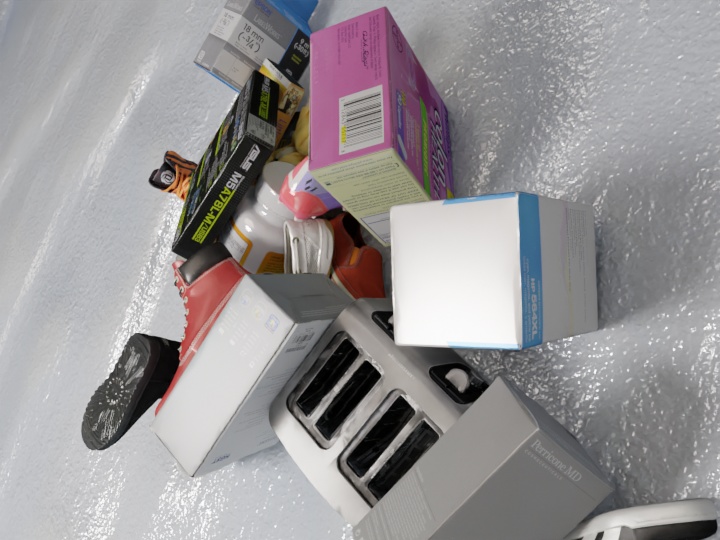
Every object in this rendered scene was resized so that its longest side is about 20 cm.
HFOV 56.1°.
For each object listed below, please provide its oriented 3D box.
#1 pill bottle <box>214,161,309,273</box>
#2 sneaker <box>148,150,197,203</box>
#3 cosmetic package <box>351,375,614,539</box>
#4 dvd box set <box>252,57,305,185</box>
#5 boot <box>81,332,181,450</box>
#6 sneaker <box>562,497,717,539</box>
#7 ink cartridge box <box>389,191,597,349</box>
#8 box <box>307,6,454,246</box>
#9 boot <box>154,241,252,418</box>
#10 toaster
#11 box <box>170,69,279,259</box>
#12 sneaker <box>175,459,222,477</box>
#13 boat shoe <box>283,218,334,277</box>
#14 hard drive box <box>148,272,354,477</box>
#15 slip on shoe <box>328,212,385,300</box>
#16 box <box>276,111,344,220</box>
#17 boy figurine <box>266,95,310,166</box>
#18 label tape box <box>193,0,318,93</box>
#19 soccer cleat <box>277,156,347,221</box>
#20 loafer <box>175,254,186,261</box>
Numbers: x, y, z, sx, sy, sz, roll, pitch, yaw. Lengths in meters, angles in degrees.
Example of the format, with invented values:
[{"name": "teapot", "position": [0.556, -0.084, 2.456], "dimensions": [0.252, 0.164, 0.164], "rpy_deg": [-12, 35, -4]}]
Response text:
[{"name": "pill bottle", "position": [-0.128, -0.040, 0.885], "dimensions": [0.201, 0.110, 0.112], "rpy_deg": [-56, 44, 35]}, {"name": "sneaker", "position": [-0.278, -0.118, 1.082], "dimensions": [0.078, 0.112, 0.200], "rpy_deg": [-50, 48, 13]}, {"name": "cosmetic package", "position": [0.097, 0.201, 0.568], "dimensions": [0.200, 0.107, 0.090], "rpy_deg": [-49, 22, 12]}, {"name": "dvd box set", "position": [-0.156, -0.198, 0.987], "dimensions": [0.201, 0.029, 0.147], "rpy_deg": [-58, 33, 16]}, {"name": "boot", "position": [-0.234, 0.163, 0.873], "dimensions": [0.066, 0.199, 0.165], "rpy_deg": [44, 104, 32]}, {"name": "sneaker", "position": [0.208, 0.260, 0.550], "dimensions": [0.199, 0.073, 0.113], "rpy_deg": [-33, 57, 36]}, {"name": "ink cartridge box", "position": [0.137, 0.002, 0.637], "dimensions": [0.128, 0.199, 0.127], "rpy_deg": [-3, 88, 39]}, {"name": "box", "position": [0.030, -0.152, 0.766], "dimensions": [0.096, 0.200, 0.178], "rpy_deg": [-11, 64, 22]}, {"name": "boot", "position": [-0.195, 0.071, 0.785], "dimensions": [0.144, 0.072, 0.200], "rpy_deg": [39, 90, 18]}, {"name": "toaster", "position": [0.022, 0.149, 0.690], "dimensions": [0.181, 0.118, 0.201], "rpy_deg": [44, 103, 27]}, {"name": "box", "position": [-0.172, -0.139, 0.877], "dimensions": [0.194, 0.047, 0.201], "rpy_deg": [-53, 25, 28]}, {"name": "sneaker", "position": [-0.150, 0.186, 0.875], "dimensions": [0.199, 0.116, 0.074], "rpy_deg": [-37, 83, -17]}, {"name": "boat shoe", "position": [-0.080, 0.036, 0.817], "dimensions": [0.071, 0.069, 0.202], "rpy_deg": [-164, 79, -66]}, {"name": "hard drive box", "position": [-0.103, 0.104, 0.714], "dimensions": [0.077, 0.156, 0.201], "rpy_deg": [40, 106, 21]}, {"name": "slip on shoe", "position": [0.000, 0.000, 0.829], "dimensions": [0.061, 0.074, 0.201], "rpy_deg": [-41, 47, 15]}, {"name": "box", "position": [-0.093, -0.150, 0.981], "dimensions": [0.199, 0.048, 0.160], "rpy_deg": [7, 76, 42]}, {"name": "boy figurine", "position": [-0.060, -0.197, 0.889], "dimensions": [0.201, 0.064, 0.125], "rpy_deg": [-53, 30, 15]}, {"name": "label tape box", "position": [-0.144, -0.366, 1.047], "dimensions": [0.063, 0.144, 0.201], "rpy_deg": [35, 96, 43]}, {"name": "soccer cleat", "position": [-0.021, -0.113, 0.816], "dimensions": [0.067, 0.199, 0.077], "rpy_deg": [45, 124, 13]}, {"name": "loafer", "position": [-0.228, 0.032, 1.008], "dimensions": [0.070, 0.070, 0.200], "rpy_deg": [-52, 48, -1]}]
